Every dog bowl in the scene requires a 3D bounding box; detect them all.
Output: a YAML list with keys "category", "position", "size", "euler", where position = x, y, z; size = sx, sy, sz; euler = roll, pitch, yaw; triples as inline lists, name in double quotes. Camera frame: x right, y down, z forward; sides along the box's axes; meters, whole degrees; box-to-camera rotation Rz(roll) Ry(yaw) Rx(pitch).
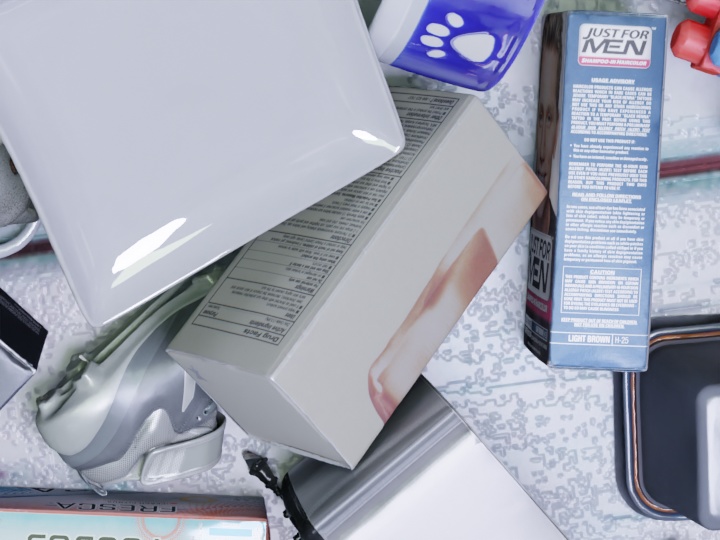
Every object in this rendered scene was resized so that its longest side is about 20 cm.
- category: "dog bowl"
  position: [0.062, -0.201, 1.181]
  size: [0.079, 0.200, 0.200]
  euler: [18, 94, -8]

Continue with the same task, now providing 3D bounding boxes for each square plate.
- category: "square plate"
  position: [-0.089, -0.096, 1.104]
  size: [0.200, 0.028, 0.198]
  euler: [-31, 128, -13]

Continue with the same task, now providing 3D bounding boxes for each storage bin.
- category: "storage bin"
  position: [0.258, 0.084, 1.256]
  size: [0.200, 0.134, 0.146]
  euler: [-2, 96, -5]

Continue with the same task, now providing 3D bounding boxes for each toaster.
- category: "toaster"
  position: [0.044, 0.157, 1.227]
  size: [0.119, 0.181, 0.200]
  euler: [-41, 98, -2]

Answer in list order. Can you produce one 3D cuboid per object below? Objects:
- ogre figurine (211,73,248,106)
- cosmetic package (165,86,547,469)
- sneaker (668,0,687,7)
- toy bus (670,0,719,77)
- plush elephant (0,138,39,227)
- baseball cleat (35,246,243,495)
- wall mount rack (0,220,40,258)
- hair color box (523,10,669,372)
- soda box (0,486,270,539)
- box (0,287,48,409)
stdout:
- category: "ogre figurine"
  position: [-0.063, -0.157, 1.192]
  size: [0.098, 0.120, 0.200]
  euler: [33, 93, -8]
- category: "cosmetic package"
  position: [0.000, 0.000, 1.203]
  size: [0.200, 0.103, 0.087]
  euler: [-53, 126, -19]
- category: "sneaker"
  position: [0.218, -0.236, 1.262]
  size: [0.089, 0.077, 0.200]
  euler: [26, 99, -19]
- category: "toy bus"
  position: [0.283, -0.140, 1.234]
  size: [0.192, 0.136, 0.200]
  euler: [22, 92, -6]
- category: "plush elephant"
  position: [-0.210, -0.089, 1.126]
  size: [0.200, 0.165, 0.155]
  euler: [-44, 100, 9]
- category: "baseball cleat"
  position: [-0.092, 0.050, 1.271]
  size: [0.200, 0.070, 0.106]
  euler: [-38, 113, 2]
- category: "wall mount rack"
  position: [-0.203, -0.108, 1.234]
  size: [0.174, 0.075, 0.200]
  euler: [-15, 97, -3]
- category: "hair color box"
  position: [0.133, -0.048, 1.251]
  size: [0.060, 0.100, 0.200]
  euler: [3, 95, -4]
- category: "soda box"
  position: [-0.153, 0.164, 1.267]
  size: [0.200, 0.068, 0.064]
  euler: [3, 95, -5]
- category: "box"
  position: [-0.270, 0.093, 1.215]
  size: [0.079, 0.141, 0.200]
  euler: [43, 92, -6]
